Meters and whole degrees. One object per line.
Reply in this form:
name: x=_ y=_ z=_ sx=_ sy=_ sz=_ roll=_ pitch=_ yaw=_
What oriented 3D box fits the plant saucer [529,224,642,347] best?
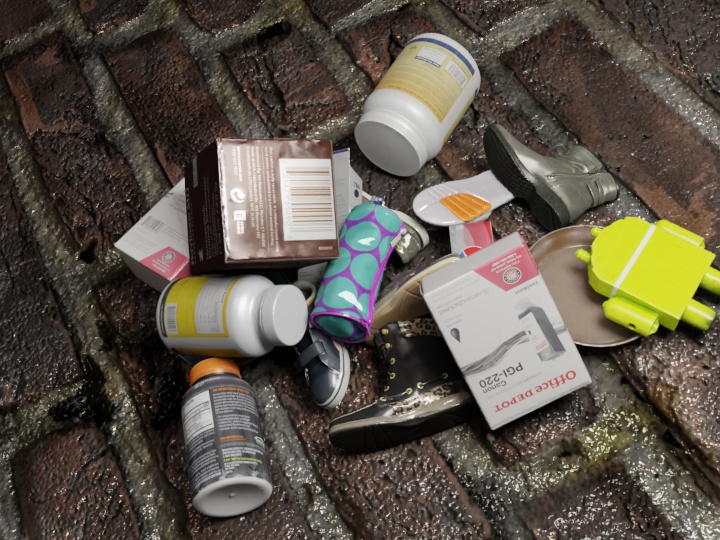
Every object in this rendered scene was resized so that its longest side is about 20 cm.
plant saucer: x=0.316 y=0.025 z=1.271 sx=0.198 sy=0.032 sz=0.201 roll=-2 pitch=53 yaw=2

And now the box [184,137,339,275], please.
box: x=-0.142 y=-0.085 z=1.293 sx=0.163 sy=0.200 sz=0.168 roll=-3 pitch=86 yaw=-24

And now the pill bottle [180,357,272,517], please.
pill bottle: x=-0.184 y=0.217 z=1.243 sx=0.105 sy=0.107 sz=0.201 roll=-18 pitch=52 yaw=3

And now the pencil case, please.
pencil case: x=0.000 y=0.000 z=1.284 sx=0.092 sy=0.085 sz=0.201 roll=4 pitch=56 yaw=24

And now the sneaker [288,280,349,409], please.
sneaker: x=-0.068 y=0.100 z=1.300 sx=0.078 sy=0.079 sz=0.201 roll=-43 pitch=37 yaw=32

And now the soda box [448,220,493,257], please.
soda box: x=0.165 y=0.029 z=1.301 sx=0.063 sy=0.070 sz=0.201 roll=-7 pitch=53 yaw=7

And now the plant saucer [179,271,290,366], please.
plant saucer: x=-0.192 y=0.070 z=1.397 sx=0.198 sy=0.036 sz=0.201 roll=-8 pitch=52 yaw=11

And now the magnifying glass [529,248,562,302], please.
magnifying glass: x=0.257 y=0.052 z=1.293 sx=0.079 sy=0.022 sz=0.201 roll=-14 pitch=51 yaw=5

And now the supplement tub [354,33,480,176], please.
supplement tub: x=0.091 y=-0.265 z=1.490 sx=0.144 sy=0.145 sz=0.201 roll=20 pitch=62 yaw=27

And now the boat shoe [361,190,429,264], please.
boat shoe: x=0.008 y=-0.072 z=1.420 sx=0.201 sy=0.072 sz=0.060 roll=28 pitch=61 yaw=27

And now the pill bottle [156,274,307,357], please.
pill bottle: x=-0.176 y=0.063 z=1.279 sx=0.199 sy=0.112 sz=0.113 roll=-2 pitch=53 yaw=31

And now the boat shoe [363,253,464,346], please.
boat shoe: x=0.071 y=0.031 z=1.287 sx=0.200 sy=0.072 sz=0.065 roll=-42 pitch=34 yaw=32

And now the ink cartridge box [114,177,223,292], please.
ink cartridge box: x=-0.255 y=-0.058 z=1.436 sx=0.146 sy=0.083 sz=0.200 roll=27 pitch=65 yaw=36

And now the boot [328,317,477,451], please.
boot: x=0.043 y=0.151 z=1.246 sx=0.198 sy=0.073 sz=0.151 roll=-16 pitch=53 yaw=0

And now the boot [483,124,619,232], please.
boot: x=0.285 y=-0.156 z=1.389 sx=0.130 sy=0.068 sz=0.200 roll=-30 pitch=71 yaw=-21

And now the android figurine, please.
android figurine: x=0.388 y=0.003 z=1.238 sx=0.199 sy=0.041 sz=0.182 roll=27 pitch=61 yaw=21

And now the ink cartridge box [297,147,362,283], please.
ink cartridge box: x=-0.046 y=-0.077 z=1.398 sx=0.099 sy=0.039 sz=0.202 roll=-8 pitch=76 yaw=35

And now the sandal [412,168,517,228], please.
sandal: x=0.171 y=-0.098 z=1.407 sx=0.205 sy=0.059 sz=0.079 roll=-19 pitch=57 yaw=-26

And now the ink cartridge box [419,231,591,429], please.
ink cartridge box: x=0.182 y=0.077 z=1.170 sx=0.145 sy=0.201 sz=0.085 roll=-27 pitch=12 yaw=8
